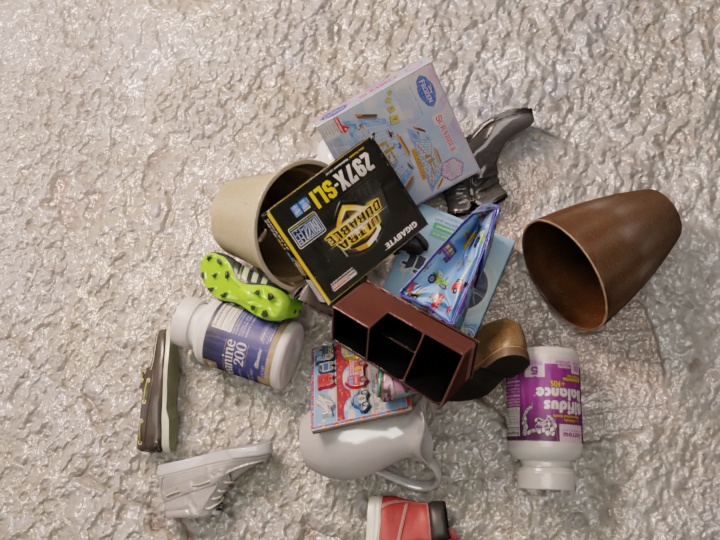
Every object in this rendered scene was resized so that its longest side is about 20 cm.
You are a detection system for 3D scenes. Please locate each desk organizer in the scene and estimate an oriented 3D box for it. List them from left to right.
[{"bbox_3d":[0.057,0.098,1.046,0.199,0.072,0.077,28,45,27],"label":"desk organizer"}]

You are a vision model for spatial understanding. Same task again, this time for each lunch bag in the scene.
[{"bbox_3d":[0.150,-0.012,1.130,0.093,0.151,0.201,30,82,14],"label":"lunch bag"}]

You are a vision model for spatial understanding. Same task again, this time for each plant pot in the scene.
[{"bbox_3d":[-0.140,-0.079,1.205,0.182,0.200,0.202,12,75,46],"label":"plant pot"},{"bbox_3d":[0.382,-0.038,1.151,0.199,0.187,0.188,-29,73,-16],"label":"plant pot"}]

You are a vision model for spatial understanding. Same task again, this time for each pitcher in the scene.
[{"bbox_3d":[0.019,0.272,1.147,0.197,0.122,0.173,-8,113,16],"label":"pitcher"}]

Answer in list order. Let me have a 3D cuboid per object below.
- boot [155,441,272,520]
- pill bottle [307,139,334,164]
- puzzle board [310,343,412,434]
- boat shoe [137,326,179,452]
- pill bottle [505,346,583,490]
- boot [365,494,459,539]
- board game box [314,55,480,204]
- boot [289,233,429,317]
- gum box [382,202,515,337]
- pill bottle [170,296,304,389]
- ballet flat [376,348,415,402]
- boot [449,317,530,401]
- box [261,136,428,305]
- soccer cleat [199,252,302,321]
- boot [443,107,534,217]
[{"bbox_3d":[-0.223,0.335,1.191,0.198,0.074,0.097,-16,80,13],"label":"boot"},{"bbox_3d":[0.003,-0.188,1.263,0.198,0.111,0.112,-23,74,3],"label":"pill bottle"},{"bbox_3d":[-0.004,0.161,1.155,0.149,0.018,0.201,-14,30,5],"label":"puzzle board"},{"bbox_3d":[-0.333,0.194,1.234,0.060,0.072,0.204,-2,78,3],"label":"boat shoe"},{"bbox_3d":[0.273,0.220,1.120,0.111,0.112,0.203,-1,76,8],"label":"pill bottle"},{"bbox_3d":[0.076,0.442,1.116,0.142,0.073,0.203,4,73,7],"label":"boot"},{"bbox_3d":[0.060,-0.196,1.180,0.198,0.201,0.041,-27,30,6],"label":"board game box"},{"bbox_3d":[0.000,0.000,1.170,0.198,0.069,0.176,18,85,-21],"label":"boot"},{"bbox_3d":[0.136,0.014,1.227,0.168,0.045,0.202,22,80,13],"label":"gum box"},{"bbox_3d":[-0.200,0.110,1.216,0.198,0.111,0.112,17,79,12],"label":"pill bottle"},{"bbox_3d":[0.052,0.120,1.127,0.070,0.070,0.201,2,33,-6],"label":"ballet flat"},{"bbox_3d":[0.176,0.140,1.146,0.200,0.073,0.076,-38,38,40],"label":"boot"},{"bbox_3d":[-0.021,-0.073,1.100,0.199,0.049,0.161,-37,99,-18],"label":"box"},{"bbox_3d":[-0.179,0.029,1.203,0.199,0.081,0.068,28,98,32],"label":"soccer cleat"},{"bbox_3d":[0.218,-0.175,1.260,0.198,0.070,0.133,-27,77,12],"label":"boot"}]
